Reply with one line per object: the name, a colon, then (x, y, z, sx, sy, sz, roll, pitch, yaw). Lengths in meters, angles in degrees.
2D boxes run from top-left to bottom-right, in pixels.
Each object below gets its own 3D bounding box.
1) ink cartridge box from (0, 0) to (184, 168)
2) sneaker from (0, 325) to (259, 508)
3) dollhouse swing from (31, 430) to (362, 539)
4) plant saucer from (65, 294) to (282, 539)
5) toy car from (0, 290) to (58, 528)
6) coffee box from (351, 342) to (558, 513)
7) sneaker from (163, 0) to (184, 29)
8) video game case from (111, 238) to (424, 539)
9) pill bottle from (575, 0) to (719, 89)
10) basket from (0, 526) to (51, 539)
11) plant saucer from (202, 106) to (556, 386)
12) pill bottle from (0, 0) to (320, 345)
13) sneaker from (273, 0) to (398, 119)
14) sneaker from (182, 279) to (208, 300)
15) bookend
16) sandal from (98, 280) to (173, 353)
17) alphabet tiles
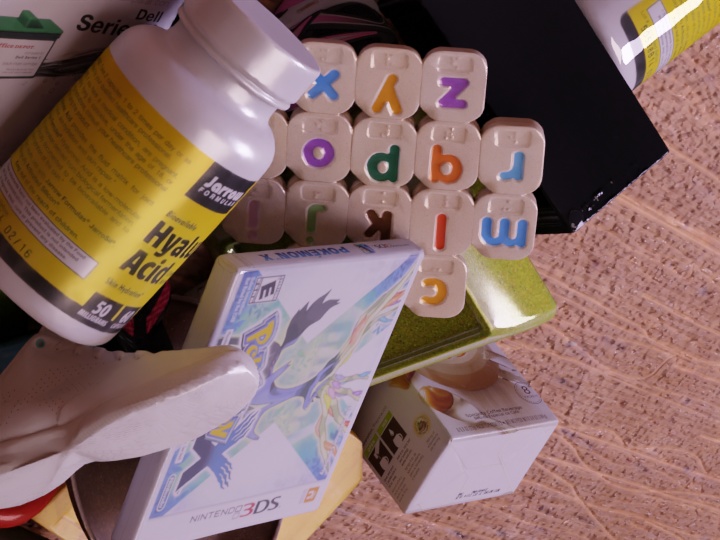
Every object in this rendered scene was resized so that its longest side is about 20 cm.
ink cartridge box: (-0.196, -0.134, 1.193, 0.146, 0.084, 0.200, 2, 130, -47)
sneaker: (-0.155, 0.065, 1.221, 0.200, 0.089, 0.075, -20, 155, 17)
dollhouse swing: (-0.131, 0.137, 1.518, 0.200, 0.182, 0.176, 38, 81, -33)
plant saucer: (-0.124, 0.116, 1.356, 0.037, 0.201, 0.200, -11, 167, 39)
toy car: (-0.244, 0.083, 1.350, 0.175, 0.150, 0.200, -16, 141, -31)
coffee box: (0.035, 0.074, 1.568, 0.114, 0.200, 0.080, -5, 135, -42)
sneaker: (-0.060, -0.188, 1.241, 0.200, 0.075, 0.078, -50, 131, 6)
video game case: (-0.055, 0.075, 1.312, 0.182, 0.022, 0.200, -6, 124, -52)
pill bottle: (0.210, -0.212, 1.452, 0.200, 0.111, 0.111, -37, 148, -16)
basket: (-0.284, 0.236, 1.518, 0.180, 0.136, 0.200, -23, 146, 13)
plant saucer: (0.000, 0.000, 1.422, 0.199, 0.048, 0.200, -21, 119, 24)
pill bottle: (-0.118, -0.064, 1.175, 0.200, 0.111, 0.111, -47, 147, 11)
sneaker: (-0.060, -0.107, 1.358, 0.200, 0.086, 0.080, -37, 146, -2)
sneaker: (-0.106, 0.042, 1.507, 0.200, 0.073, 0.085, -46, 149, 14)
bookend: (0.077, -0.129, 1.429, 0.092, 0.199, 0.200, -39, 105, -18)
sandal: (-0.150, 0.004, 1.301, 0.075, 0.200, 0.045, 6, 145, -31)
alphabet tiles: (0.013, -0.057, 1.338, 0.199, 0.015, 0.196, 3, 123, 1)
